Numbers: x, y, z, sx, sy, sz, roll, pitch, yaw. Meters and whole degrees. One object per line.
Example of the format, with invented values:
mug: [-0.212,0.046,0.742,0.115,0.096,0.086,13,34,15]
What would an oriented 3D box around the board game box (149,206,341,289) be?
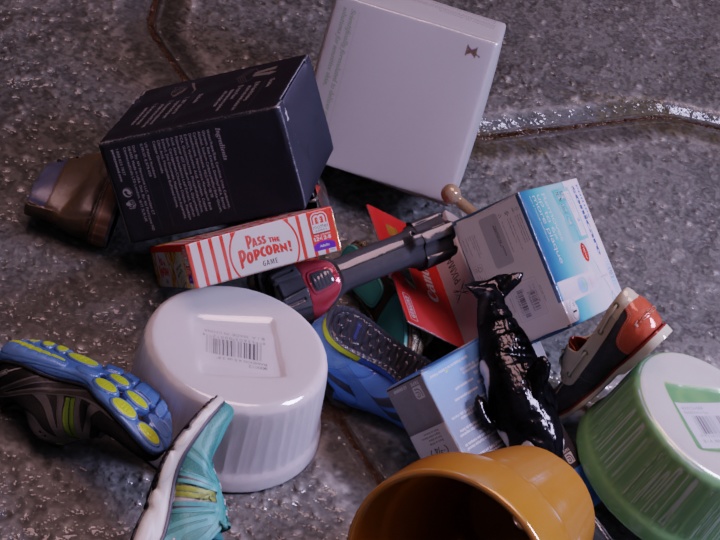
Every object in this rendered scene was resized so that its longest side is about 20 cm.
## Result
board game box: [-0.119,-0.021,1.713,0.150,0.047,0.200,-15,4,-17]

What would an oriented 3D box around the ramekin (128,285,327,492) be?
ramekin: [-0.125,0.105,1.629,0.198,0.098,0.201,11,37,-9]

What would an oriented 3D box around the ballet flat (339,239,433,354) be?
ballet flat: [0.040,0.041,1.813,0.075,0.068,0.201,13,32,-32]

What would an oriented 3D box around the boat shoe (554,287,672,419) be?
boat shoe: [0.235,0.087,1.712,0.063,0.200,0.071,46,52,5]

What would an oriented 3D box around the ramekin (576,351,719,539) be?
ramekin: [0.321,0.176,1.684,0.198,0.098,0.201,22,37,-17]

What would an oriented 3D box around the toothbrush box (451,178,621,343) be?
toothbrush box: [0.190,-0.008,1.791,0.200,0.085,0.148,-13,81,-65]

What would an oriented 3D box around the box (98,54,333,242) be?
box: [-0.147,-0.131,1.810,0.198,0.119,0.197,-11,20,13]

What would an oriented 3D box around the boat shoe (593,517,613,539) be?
boat shoe: [0.231,0.284,1.557,0.073,0.068,0.201,14,38,-25]

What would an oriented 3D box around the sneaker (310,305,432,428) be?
sneaker: [0.026,0.118,1.711,0.199,0.078,0.066,37,42,-7]

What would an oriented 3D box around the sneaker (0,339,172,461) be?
sneaker: [-0.251,0.128,1.557,0.198,0.084,0.071,21,16,26]

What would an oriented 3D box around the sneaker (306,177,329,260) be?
sneaker: [-0.063,-0.084,1.908,0.076,0.083,0.201,9,38,-11]

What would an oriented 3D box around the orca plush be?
orca plush: [0.165,0.092,1.632,0.104,0.071,0.202,15,60,-34]

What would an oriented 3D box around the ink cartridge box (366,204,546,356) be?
ink cartridge box: [0.103,0.012,1.828,0.175,0.045,0.201,29,27,-34]

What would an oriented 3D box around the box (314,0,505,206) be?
box: [0.049,-0.211,1.988,0.198,0.201,0.171,17,17,1]

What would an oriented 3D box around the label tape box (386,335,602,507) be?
label tape box: [0.131,0.171,1.660,0.144,0.063,0.202,-25,86,-43]

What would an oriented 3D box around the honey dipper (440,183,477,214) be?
honey dipper: [0.168,-0.028,1.908,0.200,0.038,0.038,40,36,-8]

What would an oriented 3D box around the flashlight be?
flashlight: [0.000,0.000,1.738,0.198,0.069,0.068,-21,37,-20]

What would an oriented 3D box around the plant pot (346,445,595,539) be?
plant pot: [0.115,0.240,1.488,0.199,0.202,0.183,32,27,19]

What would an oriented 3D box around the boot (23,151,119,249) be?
boot: [-0.297,-0.111,1.855,0.096,0.075,0.201,16,38,-7]

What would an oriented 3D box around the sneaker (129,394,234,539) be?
sneaker: [-0.148,0.206,1.483,0.079,0.078,0.202,22,66,-6]
